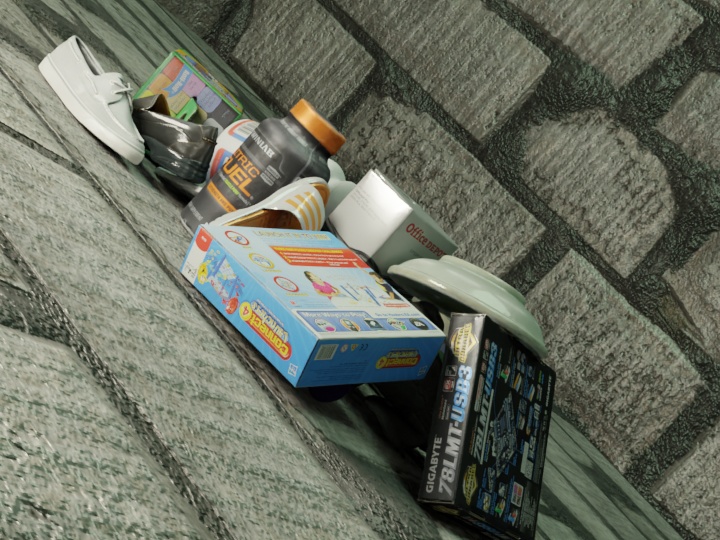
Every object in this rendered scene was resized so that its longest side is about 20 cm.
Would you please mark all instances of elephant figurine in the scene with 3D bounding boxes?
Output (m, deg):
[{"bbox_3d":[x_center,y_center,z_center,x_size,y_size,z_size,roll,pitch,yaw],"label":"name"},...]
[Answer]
[{"bbox_3d":[0.072,0.142,1.563,0.154,0.141,0.201,-12,67,-48],"label":"elephant figurine"}]

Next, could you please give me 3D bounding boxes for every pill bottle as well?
[{"bbox_3d":[-0.106,-0.101,1.626,0.106,0.200,0.106,42,5,-5],"label":"pill bottle"},{"bbox_3d":[-0.089,-0.102,1.768,0.199,0.113,0.112,29,-1,27],"label":"pill bottle"}]

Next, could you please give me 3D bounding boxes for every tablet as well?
[{"bbox_3d":[-0.157,-0.069,1.774,0.199,0.014,0.130,31,-3,-41],"label":"tablet"}]

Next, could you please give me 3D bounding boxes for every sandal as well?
[{"bbox_3d":[-0.093,-0.036,1.534,0.059,0.080,0.206,33,39,26],"label":"sandal"}]

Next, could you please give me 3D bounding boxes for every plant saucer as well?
[{"bbox_3d":[0.127,0.030,1.564,0.199,0.051,0.200,29,-6,3],"label":"plant saucer"}]

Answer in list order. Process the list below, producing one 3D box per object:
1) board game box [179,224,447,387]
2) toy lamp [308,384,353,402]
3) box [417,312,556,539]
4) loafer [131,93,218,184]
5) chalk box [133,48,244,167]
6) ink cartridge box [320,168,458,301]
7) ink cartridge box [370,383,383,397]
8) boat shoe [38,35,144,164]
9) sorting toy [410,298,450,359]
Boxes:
[{"bbox_3d":[-0.046,0.033,1.410,0.199,0.056,0.196,2,32,-49],"label":"board game box"},{"bbox_3d":[-0.066,0.062,1.481,0.058,0.058,0.200,38,11,-39],"label":"toy lamp"},{"bbox_3d":[0.139,0.171,1.489,0.049,0.202,0.198,-2,-21,33],"label":"box"},{"bbox_3d":[-0.255,-0.181,1.709,0.199,0.073,0.073,31,7,15],"label":"loafer"},{"bbox_3d":[-0.235,-0.202,1.838,0.124,0.125,0.200,42,5,-8],"label":"chalk box"},{"bbox_3d":[0.000,0.000,1.637,0.084,0.200,0.144,45,7,30],"label":"ink cartridge box"},{"bbox_3d":[0.082,0.169,1.788,0.200,0.041,0.200,48,7,33],"label":"ink cartridge box"},{"bbox_3d":[-0.303,-0.204,1.659,0.200,0.069,0.072,48,7,36],"label":"boat shoe"},{"bbox_3d":[0.081,0.101,1.945,0.199,0.069,0.200,47,-9,21],"label":"sorting toy"}]
